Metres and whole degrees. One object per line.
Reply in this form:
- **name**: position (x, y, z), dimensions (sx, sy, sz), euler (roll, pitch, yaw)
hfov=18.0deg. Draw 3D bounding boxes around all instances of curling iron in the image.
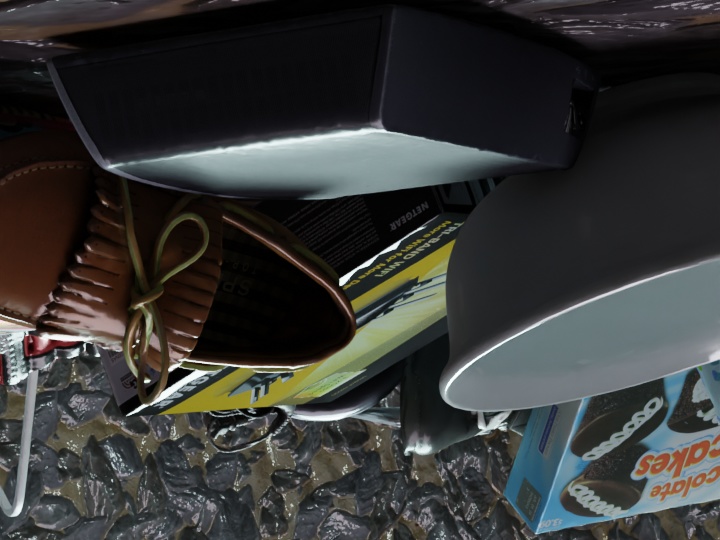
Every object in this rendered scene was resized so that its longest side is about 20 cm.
- **curling iron**: position (-0.098, 0.044, 1.081), dimensions (0.049, 0.026, 0.200), euler (-38, 143, 15)

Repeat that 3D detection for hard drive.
- **hard drive**: position (-0.003, -0.053, 0.768), dimensions (0.134, 0.043, 0.200), euler (-6, 176, 23)

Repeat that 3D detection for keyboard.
- **keyboard**: position (0.027, 0.085, 1.314), dimensions (0.056, 0.011, 0.200), euler (6, 177, -11)

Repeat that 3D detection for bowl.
- **bowl**: position (0.115, -0.019, 0.900), dimensions (0.199, 0.091, 0.201), euler (-14, 166, -4)

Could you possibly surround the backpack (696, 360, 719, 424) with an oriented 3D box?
- **backpack**: position (0.254, 0.026, 1.033), dimensions (0.182, 0.148, 0.200), euler (-1, 151, -37)

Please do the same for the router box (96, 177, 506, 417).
- **router box**: position (0.000, 0.000, 1.025), dimensions (0.199, 0.053, 0.157), euler (-32, 161, 33)

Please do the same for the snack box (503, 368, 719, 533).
- **snack box**: position (0.179, 0.072, 1.217), dimensions (0.199, 0.117, 0.037), euler (-7, -143, -32)

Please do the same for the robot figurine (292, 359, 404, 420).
- **robot figurine**: position (-0.025, 0.022, 1.310), dimensions (0.124, 0.151, 0.200), euler (-28, 180, -3)

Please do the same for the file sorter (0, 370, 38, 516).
- **file sorter**: position (-0.285, 0.064, 1.226), dimensions (0.198, 0.126, 0.139), euler (-3, -152, -25)

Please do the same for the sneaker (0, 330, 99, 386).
- **sneaker**: position (-0.162, 0.003, 1.092), dimensions (0.198, 0.087, 0.074), euler (-8, 143, -19)

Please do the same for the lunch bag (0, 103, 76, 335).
- **lunch bag**: position (-0.199, -0.016, 0.841), dimensions (0.175, 0.083, 0.199), euler (-5, 173, 36)

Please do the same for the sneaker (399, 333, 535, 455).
- **sneaker**: position (0.078, 0.047, 1.202), dimensions (0.088, 0.075, 0.200), euler (8, -161, 18)

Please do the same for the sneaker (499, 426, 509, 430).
- **sneaker**: position (0.134, 0.048, 1.329), dimensions (0.198, 0.082, 0.075), euler (-10, 180, 27)

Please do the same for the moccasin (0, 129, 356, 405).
- **moccasin**: position (-0.074, 0.003, 0.792), dimensions (0.077, 0.074, 0.201), euler (28, -178, 36)
